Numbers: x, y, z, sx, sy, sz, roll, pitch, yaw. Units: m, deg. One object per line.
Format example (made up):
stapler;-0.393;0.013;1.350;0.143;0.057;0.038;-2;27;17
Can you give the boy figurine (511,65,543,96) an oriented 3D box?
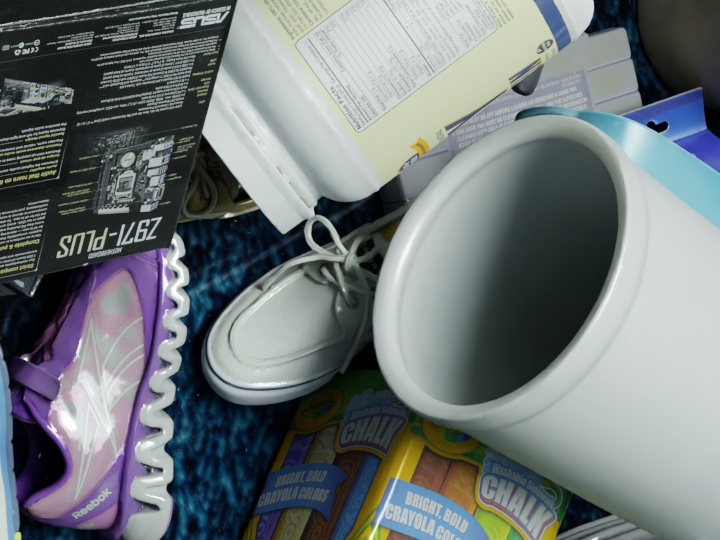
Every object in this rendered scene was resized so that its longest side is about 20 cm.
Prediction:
boy figurine;0.002;-0.143;1.380;0.199;0.125;0.065;6;119;-19

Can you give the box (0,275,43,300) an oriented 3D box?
box;-0.222;-0.100;1.247;0.200;0.051;0.158;35;68;-29

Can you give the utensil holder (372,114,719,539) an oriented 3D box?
utensil holder;0.133;0.036;1.295;0.200;0.169;0.171;31;71;-39

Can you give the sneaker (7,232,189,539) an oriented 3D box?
sneaker;-0.143;0.048;1.275;0.088;0.080;0.201;1;98;-24

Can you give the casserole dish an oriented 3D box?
casserole dish;0.163;-0.031;1.393;0.199;0.121;0.039;30;71;-31

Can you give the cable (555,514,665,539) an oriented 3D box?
cable;0.159;0.191;1.416;0.199;0.200;0.070;-21;94;-32

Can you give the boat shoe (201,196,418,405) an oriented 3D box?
boat shoe;0.003;0.004;1.355;0.201;0.086;0.075;-25;71;-17

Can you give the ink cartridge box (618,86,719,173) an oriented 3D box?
ink cartridge box;0.195;-0.005;1.522;0.099;0.039;0.201;-21;114;-33

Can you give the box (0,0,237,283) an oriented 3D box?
box;-0.175;-0.079;1.145;0.199;0.086;0.164;-14;139;-33

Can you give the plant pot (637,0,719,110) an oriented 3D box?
plant pot;0.273;-0.170;1.531;0.199;0.173;0.201;2;87;-35

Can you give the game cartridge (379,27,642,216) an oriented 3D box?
game cartridge;0.094;-0.068;1.485;0.199;0.038;0.130;-18;94;-35

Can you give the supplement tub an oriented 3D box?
supplement tub;0.003;-0.127;1.254;0.200;0.145;0.145;-37;112;2

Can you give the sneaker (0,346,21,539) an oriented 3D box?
sneaker;-0.219;0.082;1.217;0.082;0.074;0.201;-10;103;-25

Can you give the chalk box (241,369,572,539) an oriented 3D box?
chalk box;0.028;0.131;1.371;0.125;0.124;0.201;34;69;-30

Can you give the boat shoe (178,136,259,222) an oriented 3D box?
boat shoe;-0.058;-0.067;1.345;0.200;0.063;0.074;-8;93;-25
